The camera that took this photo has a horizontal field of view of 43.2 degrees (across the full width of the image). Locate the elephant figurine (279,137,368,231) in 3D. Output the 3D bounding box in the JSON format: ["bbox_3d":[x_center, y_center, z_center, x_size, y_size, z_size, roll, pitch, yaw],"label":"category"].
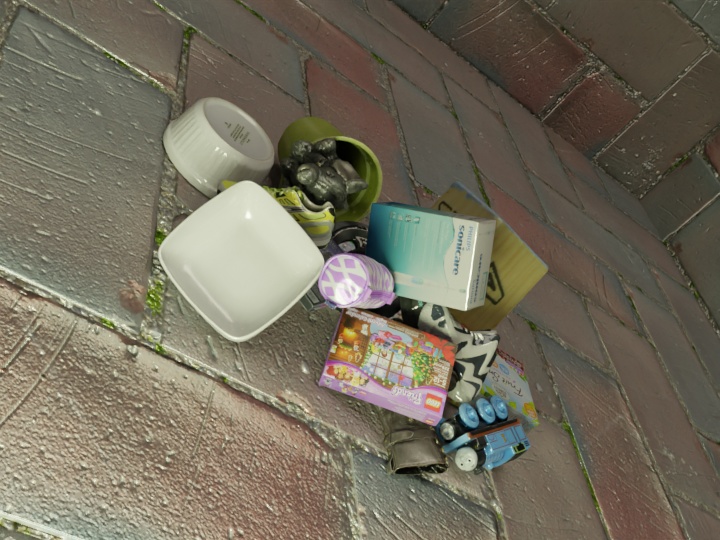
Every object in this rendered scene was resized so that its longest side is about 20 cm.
[{"bbox_3d":[-0.061,-0.138,1.561,0.154,0.143,0.200,-4,25,-19],"label":"elephant figurine"}]

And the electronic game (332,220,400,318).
[{"bbox_3d":[0.000,0.000,1.625,0.198,0.042,0.202,16,54,-23],"label":"electronic game"}]

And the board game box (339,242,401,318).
[{"bbox_3d":[0.035,0.012,1.755,0.200,0.026,0.201,39,25,-21],"label":"board game box"}]

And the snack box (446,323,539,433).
[{"bbox_3d":[0.238,0.210,1.739,0.199,0.068,0.169,31,30,-24],"label":"snack box"}]

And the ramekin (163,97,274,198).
[{"bbox_3d":[-0.243,-0.219,1.619,0.202,0.094,0.203,34,28,-21],"label":"ramekin"}]

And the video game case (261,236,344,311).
[{"bbox_3d":[-0.074,-0.008,1.494,0.143,0.019,0.200,53,25,11],"label":"video game case"}]

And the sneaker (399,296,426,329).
[{"bbox_3d":[0.128,0.111,1.630,0.201,0.078,0.076,66,14,-49],"label":"sneaker"}]

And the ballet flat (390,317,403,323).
[{"bbox_3d":[0.031,0.122,1.557,0.199,0.075,0.064,-11,67,-57],"label":"ballet flat"}]

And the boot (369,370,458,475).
[{"bbox_3d":[0.101,0.248,1.466,0.198,0.070,0.175,-6,53,-29],"label":"boot"}]

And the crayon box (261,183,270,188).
[{"bbox_3d":[-0.139,-0.050,1.535,0.125,0.052,0.201,36,28,-19],"label":"crayon box"}]

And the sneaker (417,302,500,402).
[{"bbox_3d":[0.179,0.115,1.581,0.129,0.079,0.200,-42,113,-38],"label":"sneaker"}]

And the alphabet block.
[{"bbox_3d":[0.216,-0.021,1.813,0.196,0.200,0.196,39,8,-35],"label":"alphabet block"}]

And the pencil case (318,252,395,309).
[{"bbox_3d":[-0.001,0.019,1.398,0.085,0.085,0.200,24,5,12],"label":"pencil case"}]

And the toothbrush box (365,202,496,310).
[{"bbox_3d":[0.112,-0.027,1.515,0.198,0.148,0.085,11,11,29],"label":"toothbrush box"}]

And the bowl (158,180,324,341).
[{"bbox_3d":[-0.177,-0.006,1.352,0.200,0.075,0.200,-41,82,-21],"label":"bowl"}]

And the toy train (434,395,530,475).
[{"bbox_3d":[0.210,0.286,1.570,0.199,0.086,0.115,-1,59,-54],"label":"toy train"}]

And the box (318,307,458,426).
[{"bbox_3d":[0.047,0.148,1.444,0.198,0.039,0.138,20,56,-3],"label":"box"}]

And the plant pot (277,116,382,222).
[{"bbox_3d":[-0.079,-0.201,1.759,0.199,0.201,0.185,28,19,-31],"label":"plant pot"}]

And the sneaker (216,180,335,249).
[{"bbox_3d":[-0.133,-0.107,1.461,0.198,0.077,0.076,22,21,-9],"label":"sneaker"}]
